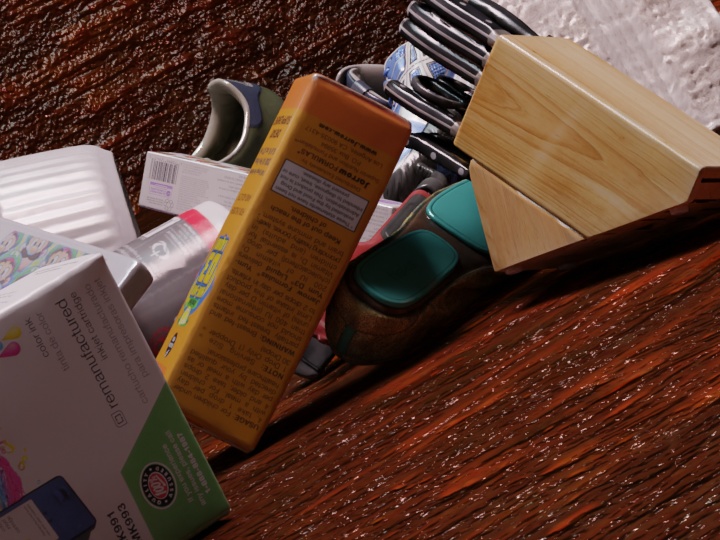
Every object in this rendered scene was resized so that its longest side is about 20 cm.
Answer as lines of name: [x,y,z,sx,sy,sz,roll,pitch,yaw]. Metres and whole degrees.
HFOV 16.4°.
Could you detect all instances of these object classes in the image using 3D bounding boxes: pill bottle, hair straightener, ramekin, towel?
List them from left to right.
ramekin: [-0.197,0.009,1.726,0.104,0.201,0.200,-17,7,-3]
pill bottle: [-0.153,0.048,1.588,0.199,0.111,0.111,-30,7,-14]
hair straightener: [0.000,0.000,1.523,0.200,0.041,0.077,-57,-2,-45]
towel: [0.147,-0.135,1.496,0.132,0.201,0.035,-26,-24,-6]

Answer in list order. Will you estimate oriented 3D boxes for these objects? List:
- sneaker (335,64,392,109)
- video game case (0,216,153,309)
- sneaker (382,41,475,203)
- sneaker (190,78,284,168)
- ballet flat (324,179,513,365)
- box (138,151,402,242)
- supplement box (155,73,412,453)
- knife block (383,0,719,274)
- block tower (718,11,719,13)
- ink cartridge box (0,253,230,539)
sneaker: [-0.027,-0.066,1.800,0.202,0.077,0.147,-31,-34,-28]
video game case: [-0.246,0.048,1.536,0.199,0.024,0.182,16,62,44]
sneaker: [0.049,-0.108,1.726,0.077,0.076,0.200,11,50,22]
sneaker: [-0.104,-0.042,1.735,0.067,0.090,0.201,-1,62,49]
ballet flat: [0.045,-0.001,1.431,0.070,0.071,0.200,-21,8,41]
box: [-0.055,-0.042,1.639,0.199,0.042,0.039,13,7,31]
supplement box: [-0.047,-0.005,1.361,0.201,0.069,0.067,-66,11,-3]
knife block: [0.106,-0.095,1.349,0.199,0.177,0.064,-21,-11,42]
block tower: [0.292,-0.170,1.721,0.199,0.054,0.058,-25,8,16]
ink cartridge box: [-0.184,0.102,1.176,0.199,0.146,0.087,-30,9,-28]
